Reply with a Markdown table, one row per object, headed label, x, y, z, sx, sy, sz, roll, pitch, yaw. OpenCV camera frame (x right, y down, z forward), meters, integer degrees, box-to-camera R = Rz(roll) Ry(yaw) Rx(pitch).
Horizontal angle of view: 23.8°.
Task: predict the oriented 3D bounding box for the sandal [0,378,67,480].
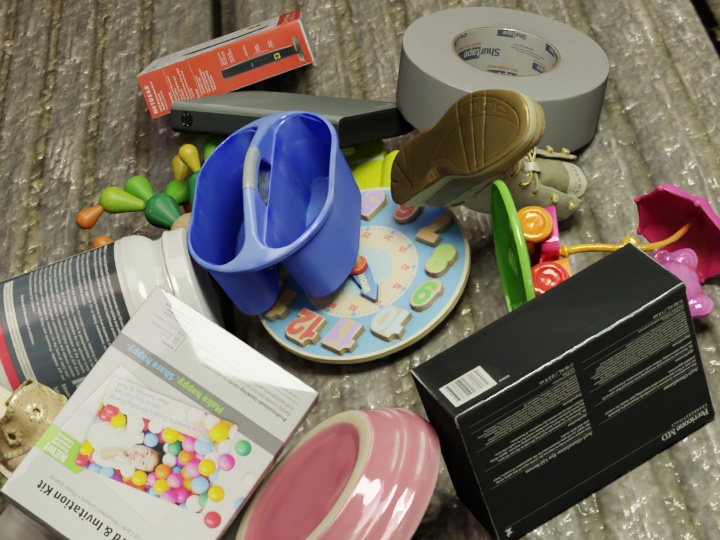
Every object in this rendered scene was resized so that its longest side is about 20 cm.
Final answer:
| label | x | y | z | sx | sy | sz | roll | pitch | yaw |
| --- | --- | --- | --- | --- | --- | --- | --- | --- | --- |
| sandal | -0.274 | 0.115 | 1.346 | 0.212 | 0.070 | 0.078 | 25 | 62 | 21 |

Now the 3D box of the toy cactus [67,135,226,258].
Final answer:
| label | x | y | z | sx | sy | sz | roll | pitch | yaw |
| --- | --- | --- | --- | --- | --- | --- | --- | --- | --- |
| toy cactus | -0.181 | -0.040 | 1.658 | 0.200 | 0.102 | 0.165 | -39 | 45 | -17 |

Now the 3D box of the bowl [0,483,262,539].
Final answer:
| label | x | y | z | sx | sy | sz | roll | pitch | yaw |
| --- | --- | --- | --- | --- | --- | --- | --- | --- | --- |
| bowl | -0.190 | 0.197 | 1.374 | 0.200 | 0.075 | 0.200 | -40 | 42 | -23 |

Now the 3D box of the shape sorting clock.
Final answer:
| label | x | y | z | sx | sy | sz | roll | pitch | yaw |
| --- | --- | --- | --- | --- | --- | --- | --- | --- | --- |
| shape sorting clock | 0.000 | 0.000 | 1.529 | 0.200 | 0.039 | 0.200 | -11 | 51 | 14 |

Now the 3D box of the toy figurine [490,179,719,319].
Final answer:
| label | x | y | z | sx | sy | sz | roll | pitch | yaw |
| --- | --- | --- | --- | --- | --- | --- | --- | --- | --- |
| toy figurine | 0.216 | 0.004 | 1.397 | 0.184 | 0.150 | 0.200 | -11 | 57 | -2 |

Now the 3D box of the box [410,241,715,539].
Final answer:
| label | x | y | z | sx | sy | sz | roll | pitch | yaw |
| --- | --- | --- | --- | --- | --- | --- | --- | --- | --- |
| box | 0.155 | 0.092 | 1.283 | 0.200 | 0.141 | 0.079 | -29 | 35 | -12 |

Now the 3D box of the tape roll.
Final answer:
| label | x | y | z | sx | sy | sz | roll | pitch | yaw |
| --- | --- | --- | --- | --- | --- | --- | --- | --- | --- |
| tape roll | 0.136 | -0.183 | 1.647 | 0.200 | 0.066 | 0.200 | 4 | 33 | -3 |

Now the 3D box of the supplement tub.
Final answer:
| label | x | y | z | sx | sy | sz | roll | pitch | yaw |
| --- | --- | --- | --- | --- | --- | --- | --- | --- | --- |
| supplement tub | -0.231 | 0.052 | 1.520 | 0.200 | 0.140 | 0.140 | -19 | 36 | 3 |

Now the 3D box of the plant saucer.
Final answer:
| label | x | y | z | sx | sy | sz | roll | pitch | yaw |
| --- | --- | --- | --- | --- | --- | --- | --- | --- | --- |
| plant saucer | -0.027 | 0.178 | 1.262 | 0.201 | 0.051 | 0.201 | -42 | 20 | 19 |

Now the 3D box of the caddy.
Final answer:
| label | x | y | z | sx | sy | sz | roll | pitch | yaw |
| --- | --- | --- | --- | --- | --- | --- | --- | --- | --- |
| caddy | -0.078 | -0.059 | 1.521 | 0.141 | 0.105 | 0.200 | -17 | 42 | 18 |

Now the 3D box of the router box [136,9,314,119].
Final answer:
| label | x | y | z | sx | sy | sz | roll | pitch | yaw |
| --- | --- | --- | --- | --- | --- | --- | --- | --- | --- |
| router box | -0.141 | -0.225 | 1.841 | 0.179 | 0.049 | 0.200 | -19 | 11 | 2 |

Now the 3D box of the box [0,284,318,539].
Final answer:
| label | x | y | z | sx | sy | sz | roll | pitch | yaw |
| --- | --- | --- | --- | --- | --- | --- | --- | --- | --- |
| box | -0.151 | 0.134 | 1.303 | 0.156 | 0.041 | 0.200 | 34 | 73 | 8 |

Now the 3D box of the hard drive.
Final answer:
| label | x | y | z | sx | sy | sz | roll | pitch | yaw |
| --- | --- | --- | --- | --- | --- | --- | --- | --- | --- |
| hard drive | -0.065 | -0.149 | 1.678 | 0.200 | 0.033 | 0.140 | 9 | 15 | 32 |

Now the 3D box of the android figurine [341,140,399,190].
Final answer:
| label | x | y | z | sx | sy | sz | roll | pitch | yaw |
| --- | --- | --- | --- | --- | --- | --- | --- | --- | --- |
| android figurine | -0.034 | -0.075 | 1.673 | 0.182 | 0.041 | 0.200 | -9 | 40 | 16 |

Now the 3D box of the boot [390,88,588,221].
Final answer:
| label | x | y | z | sx | sy | sz | roll | pitch | yaw |
| --- | --- | --- | --- | --- | --- | --- | --- | --- | --- |
| boot | 0.137 | -0.093 | 1.478 | 0.200 | 0.155 | 0.072 | -28 | 57 | 56 |
